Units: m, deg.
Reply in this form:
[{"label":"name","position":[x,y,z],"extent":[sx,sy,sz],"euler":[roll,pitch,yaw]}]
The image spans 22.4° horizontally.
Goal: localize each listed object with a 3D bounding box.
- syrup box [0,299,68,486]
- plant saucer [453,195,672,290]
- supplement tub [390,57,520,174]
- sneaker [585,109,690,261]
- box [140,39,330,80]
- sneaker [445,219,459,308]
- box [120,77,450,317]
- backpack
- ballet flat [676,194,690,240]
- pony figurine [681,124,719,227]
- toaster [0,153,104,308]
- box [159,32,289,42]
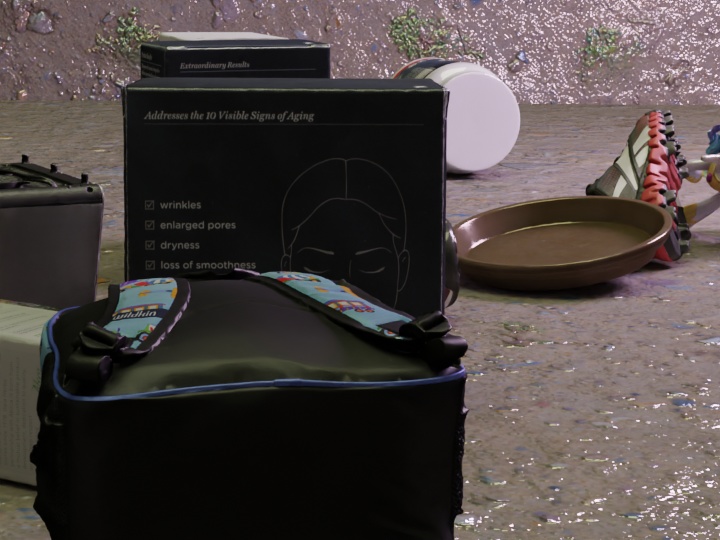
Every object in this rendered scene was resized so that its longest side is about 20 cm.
[{"label":"syrup box","position":[-0.213,0.061,1.008],"extent":[0.199,0.082,0.079],"euler":[8,11,31]},{"label":"plant saucer","position":[0.171,-0.024,1.568],"extent":[0.199,0.030,0.200],"euler":[-8,18,3]},{"label":"supplement tub","position":[0.114,-0.200,2.337],"extent":[0.139,0.141,0.200],"euler":[-3,10,-16]},{"label":"sneaker","position":[0.255,-0.079,1.698],"extent":[0.097,0.071,0.201],"euler":[-13,38,21]},{"label":"box","position":[-0.110,-0.099,1.584],"extent":[0.148,0.201,0.107],"euler":[-3,11,-19]},{"label":"sneaker","position":[0.000,0.000,1.431],"extent":[0.115,0.076,0.200],"euler":[-8,1,-17]},{"label":"box","position":[-0.047,-0.021,1.146],"extent":[0.199,0.198,0.124],"euler":[1,10,-2]},{"label":"backpack","position":[-0.056,0.070,0.801],"extent":[0.181,0.135,0.200],"euler":[-2,11,-13]},{"label":"ballet flat","position":[0.278,-0.066,1.790],"extent":[0.068,0.069,0.200],"euler":[-1,10,-5]},{"label":"pony figurine","position":[0.403,-0.089,1.759],"extent":[0.192,0.168,0.200],"euler":[0,-12,-5]},{"label":"toaster","position":[-0.304,-0.017,1.344],"extent":[0.199,0.119,0.181],"euler":[-5,10,-29]},{"label":"box","position":[-0.129,-0.121,1.705],"extent":[0.097,0.201,0.124],"euler":[-3,11,-19]}]
